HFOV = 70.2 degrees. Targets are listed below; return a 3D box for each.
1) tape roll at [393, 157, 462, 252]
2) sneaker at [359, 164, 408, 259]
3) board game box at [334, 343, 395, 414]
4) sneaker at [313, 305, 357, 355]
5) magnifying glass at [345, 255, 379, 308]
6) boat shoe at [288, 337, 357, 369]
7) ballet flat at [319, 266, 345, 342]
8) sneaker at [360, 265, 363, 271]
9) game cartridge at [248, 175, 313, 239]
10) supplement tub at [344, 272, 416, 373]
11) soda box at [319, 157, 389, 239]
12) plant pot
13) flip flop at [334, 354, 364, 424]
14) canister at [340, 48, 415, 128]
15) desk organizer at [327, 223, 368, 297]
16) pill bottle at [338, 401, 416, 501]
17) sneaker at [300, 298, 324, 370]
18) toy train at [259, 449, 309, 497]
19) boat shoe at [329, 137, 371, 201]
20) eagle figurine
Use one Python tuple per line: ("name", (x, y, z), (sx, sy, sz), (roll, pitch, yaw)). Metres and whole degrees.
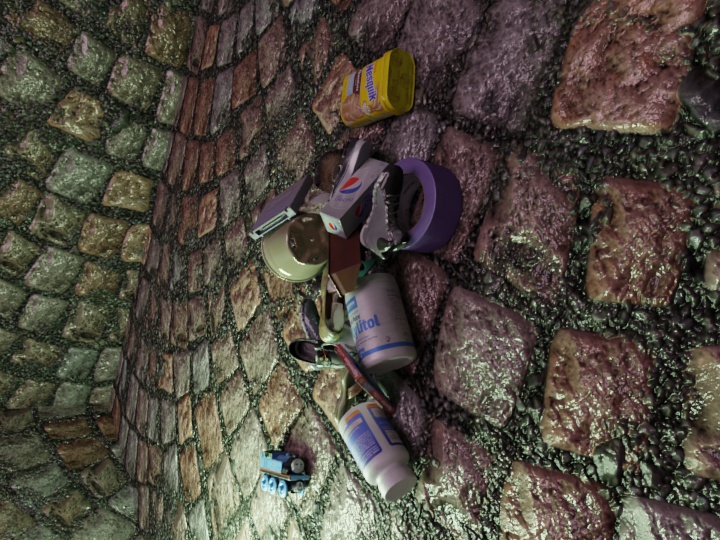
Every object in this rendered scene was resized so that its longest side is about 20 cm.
("tape roll", (0.124, -0.143, 1.139), (0.200, 0.085, 0.201), (-8, 80, 51))
("sneaker", (0.073, -0.113, 1.085), (0.116, 0.075, 0.201), (46, 131, 39))
("board game box", (0.012, 0.249, 1.160), (0.019, 0.200, 0.103), (-39, 46, -3))
("sneaker", (-0.067, 0.148, 1.304), (0.140, 0.078, 0.200), (-39, 44, -5))
("magnifying glass", (0.000, 0.000, 1.276), (0.022, 0.079, 0.201), (42, -118, -82))
("boat shoe", (-0.096, 0.220, 1.345), (0.200, 0.063, 0.074), (7, 91, 26))
("ballet flat", (-0.062, 0.076, 1.252), (0.071, 0.070, 0.201), (-23, 56, 49))
("sneaker", (-0.049, -0.025, 1.357), (0.115, 0.075, 0.201), (-26, 66, 51))
("game cartridge", (-0.207, -0.163, 1.340), (0.200, 0.038, 0.130), (-23, 31, 45))
("supplement tub", (0.043, 0.122, 1.170), (0.132, 0.131, 0.201), (-39, 56, 42))
("soda box", (-0.005, -0.171, 1.193), (0.063, 0.068, 0.200), (24, 63, 32))
("plant pot", (-0.149, -0.071, 1.349), (0.183, 0.199, 0.202), (173, 101, -71))
("flip flop", (-0.016, 0.298, 1.277), (0.057, 0.081, 0.201), (19, 99, 27))
("canister", (0.038, -0.449, 1.289), (0.200, 0.086, 0.150), (0, 85, 54))
("desk organizer", (-0.026, -0.040, 1.181), (0.077, 0.072, 0.201), (-19, 37, 12))
("pill bottle", (0.040, 0.406, 1.153), (0.200, 0.112, 0.112), (52, 125, 42))
("sneaker", (-0.107, 0.172, 1.424), (0.087, 0.074, 0.201), (-17, 79, 33))
("toy train", (-0.227, 0.592, 1.499), (0.200, 0.086, 0.115), (-15, 67, 51))
("boat shoe", (-0.036, -0.223, 1.230), (0.056, 0.069, 0.201), (25, 94, 29))
("eagle figurine", (-0.046, -0.231, 1.331), (0.151, 0.151, 0.201), (-130, 52, -85))
